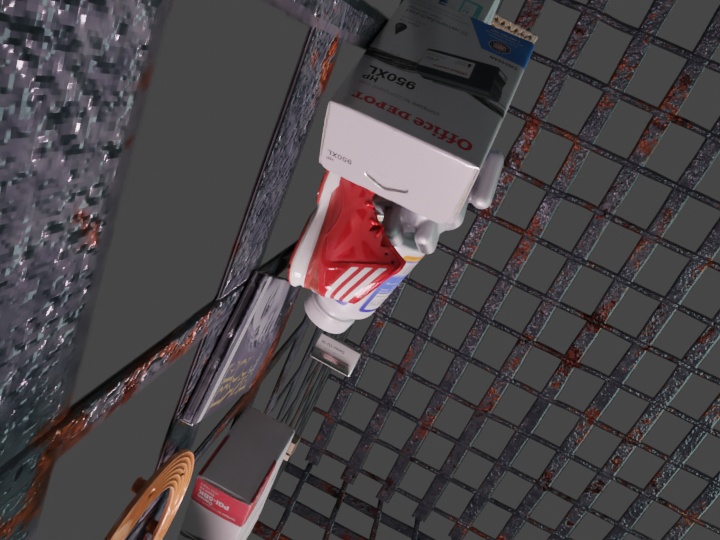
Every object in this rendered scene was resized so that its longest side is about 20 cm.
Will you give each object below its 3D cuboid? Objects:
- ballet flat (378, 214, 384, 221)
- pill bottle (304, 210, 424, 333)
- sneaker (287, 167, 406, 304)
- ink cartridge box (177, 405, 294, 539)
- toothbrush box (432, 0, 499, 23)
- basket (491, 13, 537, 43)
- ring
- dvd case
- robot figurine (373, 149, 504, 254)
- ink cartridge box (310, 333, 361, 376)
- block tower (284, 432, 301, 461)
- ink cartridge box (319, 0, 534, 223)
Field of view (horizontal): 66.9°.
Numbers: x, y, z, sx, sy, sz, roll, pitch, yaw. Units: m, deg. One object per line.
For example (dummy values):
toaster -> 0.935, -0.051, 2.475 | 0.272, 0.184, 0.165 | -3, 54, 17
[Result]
ballet flat -> 0.000, -0.076, 0.699 | 0.201, 0.075, 0.068 | -62, 174, -23
pill bottle -> 0.000, 0.000, 0.807 | 0.200, 0.112, 0.112 | -50, -177, 30
sneaker -> 0.008, -0.058, 0.594 | 0.078, 0.115, 0.201 | -21, 133, -84
ink cartridge box -> -0.182, 0.321, 0.777 | 0.201, 0.083, 0.147 | -67, 175, 28
toothbrush box -> 0.109, -0.290, 0.708 | 0.147, 0.085, 0.200 | -62, 174, -18
basket -> 0.254, -0.426, 1.195 | 0.201, 0.160, 0.198 | -62, 177, -5
ring -> -0.207, 0.247, 0.470 | 0.201, 0.019, 0.200 | -64, 175, -10
dvd case -> -0.116, 0.075, 0.580 | 0.149, 0.016, 0.200 | -64, 176, -2
robot figurine -> 0.080, -0.124, 0.649 | 0.113, 0.169, 0.201 | 51, 55, -78
ink cartridge box -> -0.062, 0.220, 1.434 | 0.068, 0.116, 0.200 | -62, 176, -4
block tower -> -0.241, 0.578, 1.812 | 0.200, 0.054, 0.058 | 87, 29, -83
ink cartridge box -> 0.068, -0.164, 0.534 | 0.084, 0.144, 0.200 | 107, 9, -57
